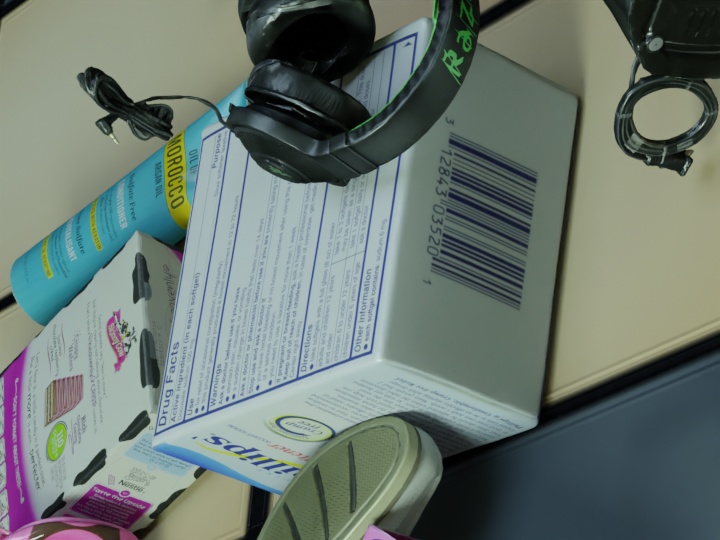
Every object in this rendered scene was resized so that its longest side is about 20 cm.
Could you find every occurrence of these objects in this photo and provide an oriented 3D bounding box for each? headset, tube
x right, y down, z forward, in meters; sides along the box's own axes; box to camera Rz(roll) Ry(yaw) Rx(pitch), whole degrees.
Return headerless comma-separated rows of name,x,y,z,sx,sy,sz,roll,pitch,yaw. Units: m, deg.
headset,-0.037,-0.100,1.414,0.199,0.094,0.124,-19,54,36
tube,-0.128,-0.033,1.761,0.200,0.050,0.078,-35,50,34

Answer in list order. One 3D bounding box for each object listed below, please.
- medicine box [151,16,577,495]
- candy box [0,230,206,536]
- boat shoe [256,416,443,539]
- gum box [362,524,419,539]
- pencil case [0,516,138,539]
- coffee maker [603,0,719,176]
medicine box,0.000,0.000,1.481,0.200,0.103,0.183,-23,52,50
candy box,-0.156,0.092,1.700,0.200,0.061,0.137,-44,38,34
boat shoe,-0.015,0.152,1.439,0.200,0.068,0.075,-50,27,28
gum box,0.053,0.201,1.303,0.200,0.066,0.114,27,95,59
pencil case,-0.168,0.235,1.596,0.091,0.093,0.201,-35,44,41
coffee maker,0.122,-0.187,1.359,0.192,0.134,0.200,-52,43,17
